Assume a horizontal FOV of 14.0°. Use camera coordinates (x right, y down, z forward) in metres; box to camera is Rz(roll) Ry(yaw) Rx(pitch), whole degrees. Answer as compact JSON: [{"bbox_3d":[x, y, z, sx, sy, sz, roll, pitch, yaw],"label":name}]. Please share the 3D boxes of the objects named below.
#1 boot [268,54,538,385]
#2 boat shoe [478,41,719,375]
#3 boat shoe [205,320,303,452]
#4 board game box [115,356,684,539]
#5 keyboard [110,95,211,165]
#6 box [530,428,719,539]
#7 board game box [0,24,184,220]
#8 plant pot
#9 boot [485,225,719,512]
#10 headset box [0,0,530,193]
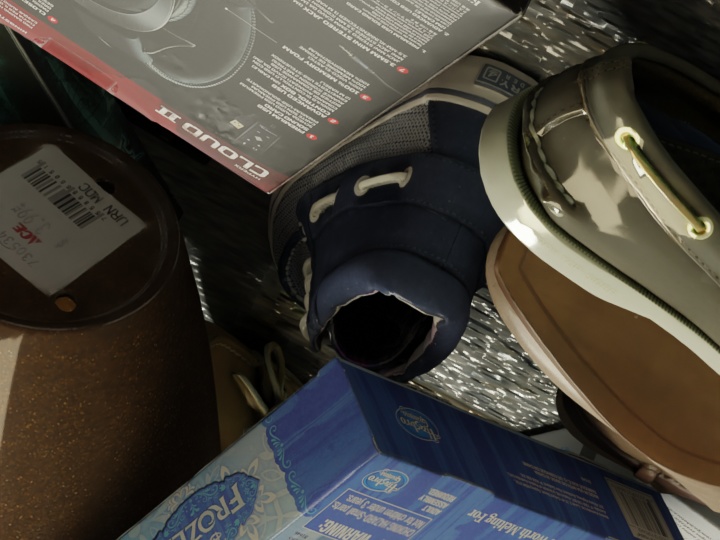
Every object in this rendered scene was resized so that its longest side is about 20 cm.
[{"bbox_3d":[0.000,0.000,1.001,0.073,0.091,0.200,30,156,-6],"label":"boot"},{"bbox_3d":[0.130,-0.003,0.883,0.201,0.072,0.060,29,141,-25],"label":"boat shoe"},{"bbox_3d":[-0.032,0.079,1.230,0.062,0.074,0.200,4,154,28],"label":"boat shoe"},{"bbox_3d":[-0.013,0.127,1.016,0.199,0.043,0.200,-39,144,21],"label":"board game box"},{"bbox_3d":[-0.136,-0.094,1.041,0.200,0.021,0.127,31,156,-7],"label":"keyboard"},{"bbox_3d":[0.123,0.121,1.181,0.156,0.041,0.200,37,156,-19],"label":"box"},{"bbox_3d":[-0.155,-0.079,1.033,0.135,0.028,0.200,13,152,28],"label":"board game box"},{"bbox_3d":[-0.125,0.048,1.039,0.186,0.187,0.200,24,137,6],"label":"plant pot"},{"bbox_3d":[0.102,0.041,0.986,0.200,0.070,0.146,33,169,-17],"label":"boot"},{"bbox_3d":[-0.042,-0.109,0.843,0.149,0.077,0.200,33,156,-12],"label":"headset box"}]
